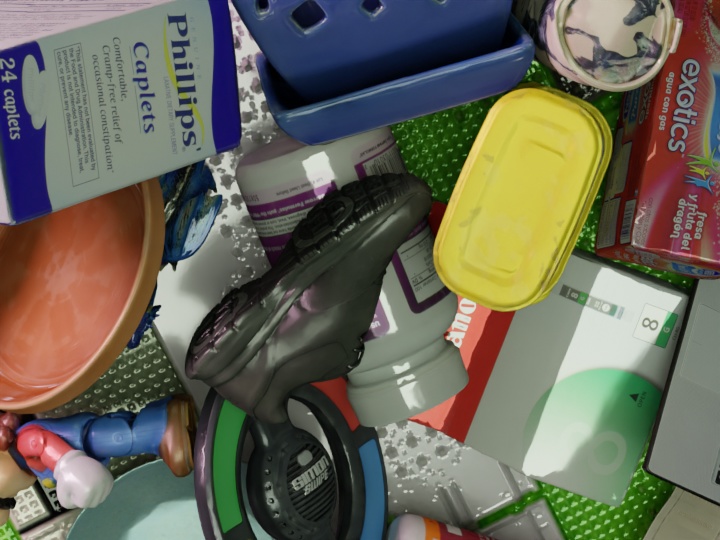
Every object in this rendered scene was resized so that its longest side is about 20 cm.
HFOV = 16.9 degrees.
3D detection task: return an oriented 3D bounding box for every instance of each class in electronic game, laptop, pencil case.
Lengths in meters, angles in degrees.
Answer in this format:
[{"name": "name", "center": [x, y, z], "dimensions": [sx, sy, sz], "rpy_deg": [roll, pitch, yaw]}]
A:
[{"name": "electronic game", "center": [-0.045, 0.146, 1.645], "dimensions": [0.042, 0.200, 0.200], "rpy_deg": [-12, 105, 36]}, {"name": "laptop", "center": [0.325, 0.081, 1.647], "dimensions": [0.200, 0.116, 0.187], "rpy_deg": [25, 68, -16]}, {"name": "pencil case", "center": [0.151, -0.164, 1.585], "dimensions": [0.089, 0.200, 0.078], "rpy_deg": [-3, 100, -6]}]

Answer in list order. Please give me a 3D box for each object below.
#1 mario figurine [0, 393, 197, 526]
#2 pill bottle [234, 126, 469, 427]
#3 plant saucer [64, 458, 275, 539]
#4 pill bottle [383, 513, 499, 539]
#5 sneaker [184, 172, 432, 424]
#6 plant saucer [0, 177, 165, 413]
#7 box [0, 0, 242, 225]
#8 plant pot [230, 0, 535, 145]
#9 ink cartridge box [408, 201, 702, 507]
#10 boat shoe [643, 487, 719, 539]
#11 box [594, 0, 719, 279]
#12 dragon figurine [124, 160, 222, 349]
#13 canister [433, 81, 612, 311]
[{"name": "mario figurine", "center": [-0.208, 0.138, 1.633], "dimensions": [0.200, 0.123, 0.106], "rpy_deg": [-6, 57, 2]}, {"name": "pill bottle", "center": [0.000, 0.000, 1.646], "dimensions": [0.112, 0.112, 0.200], "rpy_deg": [-22, 100, -1]}, {"name": "plant saucer", "center": [-0.117, 0.223, 1.716], "dimensions": [0.201, 0.039, 0.201], "rpy_deg": [-1, 100, -6]}, {"name": "pill bottle", "center": [0.106, 0.251, 1.705], "dimensions": [0.200, 0.113, 0.113], "rpy_deg": [17, 99, -9]}, {"name": "sneaker", "center": [-0.021, 0.018, 1.565], "dimensions": [0.091, 0.076, 0.200], "rpy_deg": [42, 107, -18]}, {"name": "plant saucer", "center": [-0.202, -0.001, 1.601], "dimensions": [0.032, 0.200, 0.200], "rpy_deg": [25, 99, -44]}, {"name": "box", "center": [-0.205, -0.105, 1.476], "dimensions": [0.200, 0.184, 0.105], "rpy_deg": [-23, 112, -45]}, {"name": "plant pot", "center": [0.005, -0.197, 1.572], "dimensions": [0.200, 0.200, 0.180], "rpy_deg": [-16, 109, -2]}, {"name": "ink cartridge box", "center": [0.120, 0.059, 1.704], "dimensions": [0.200, 0.050, 0.161], "rpy_deg": [19, 98, -11]}, {"name": "boat shoe", "center": [0.266, 0.156, 1.729], "dimensions": [0.072, 0.061, 0.201], "rpy_deg": [33, 80, 28]}, {"name": "box", "center": [0.230, -0.100, 1.635], "dimensions": [0.095, 0.100, 0.200], "rpy_deg": [11, 85, -9]}, {"name": "dragon figurine", "center": [-0.130, -0.041, 1.633], "dimensions": [0.059, 0.099, 0.200], "rpy_deg": [27, 97, -10]}, {"name": "canister", "center": [0.107, -0.048, 1.583], "dimensions": [0.086, 0.200, 0.149], "rpy_deg": [23, 95, 5]}]
